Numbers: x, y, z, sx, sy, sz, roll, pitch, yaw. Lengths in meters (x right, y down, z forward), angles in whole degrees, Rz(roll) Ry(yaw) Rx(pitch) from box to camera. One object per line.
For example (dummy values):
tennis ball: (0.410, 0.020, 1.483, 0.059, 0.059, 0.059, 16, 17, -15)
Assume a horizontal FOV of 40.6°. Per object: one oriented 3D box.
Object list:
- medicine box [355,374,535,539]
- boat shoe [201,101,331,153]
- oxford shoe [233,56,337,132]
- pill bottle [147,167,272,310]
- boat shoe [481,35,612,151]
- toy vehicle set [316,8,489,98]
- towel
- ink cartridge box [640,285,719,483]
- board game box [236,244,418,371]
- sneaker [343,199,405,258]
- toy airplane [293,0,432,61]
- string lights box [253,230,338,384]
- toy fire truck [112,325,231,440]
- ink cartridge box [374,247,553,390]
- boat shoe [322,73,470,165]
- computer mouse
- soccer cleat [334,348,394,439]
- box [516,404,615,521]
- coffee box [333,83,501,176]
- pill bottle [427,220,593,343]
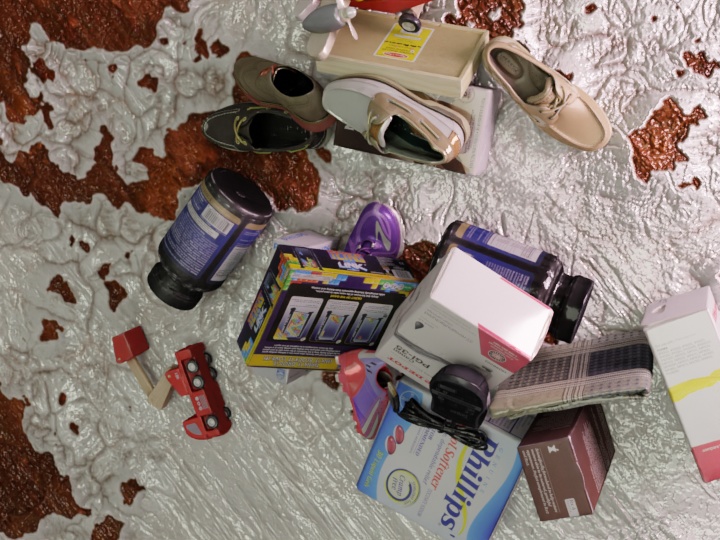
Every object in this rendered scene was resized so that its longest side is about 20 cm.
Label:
medicine box: (0.124, 0.258, 1.351, 0.199, 0.103, 0.183, 26, 108, 15)
boat shoe: (-0.144, -0.204, 1.389, 0.200, 0.061, 0.072, 3, 101, 20)
oxford shoe: (-0.110, -0.262, 1.332, 0.199, 0.075, 0.071, 31, 71, 34)
pill bottle: (-0.225, -0.041, 1.423, 0.112, 0.112, 0.200, 43, 111, 8)
boat shoe: (0.233, -0.217, 1.230, 0.200, 0.065, 0.071, 37, 108, -3)
toy vehicle set: (0.056, -0.286, 1.266, 0.199, 0.125, 0.027, 15, 137, 18)
towel: (0.268, 0.135, 1.225, 0.199, 0.193, 0.035, -12, 104, 20)
ink cartridge box: (0.423, 0.134, 1.191, 0.083, 0.145, 0.201, -22, 92, 22)
board game box: (-0.044, 0.055, 1.297, 0.166, 0.199, 0.057, -62, 38, 29)
sneaker: (0.000, 0.000, 1.361, 0.080, 0.083, 0.201, 25, 107, 15)
toy airplane: (-0.013, -0.384, 1.249, 0.198, 0.141, 0.201, -29, 62, 3)
string lights box: (-0.093, 0.050, 1.393, 0.059, 0.103, 0.201, 15, 105, 21)
toy fire truck: (-0.295, 0.176, 1.524, 0.140, 0.049, 0.201, -17, 94, 23)
ink cartridge box: (0.123, 0.079, 1.209, 0.146, 0.083, 0.200, 31, 149, -3)
boat shoe: (0.035, -0.189, 1.222, 0.199, 0.069, 0.075, 20, 135, 17)
computer mouse: (0.099, 0.151, 1.214, 0.140, 0.200, 0.046, 18, 63, 18)
soccer cleat: (0.020, 0.176, 1.349, 0.076, 0.067, 0.201, -7, 140, 11)
box: (0.266, 0.229, 1.239, 0.074, 0.200, 0.101, -16, 94, 23)
coffee box: (0.075, -0.203, 1.295, 0.199, 0.080, 0.114, 14, 106, 18)
pill bottle: (0.194, 0.019, 1.266, 0.199, 0.112, 0.113, 22, 107, 16)
